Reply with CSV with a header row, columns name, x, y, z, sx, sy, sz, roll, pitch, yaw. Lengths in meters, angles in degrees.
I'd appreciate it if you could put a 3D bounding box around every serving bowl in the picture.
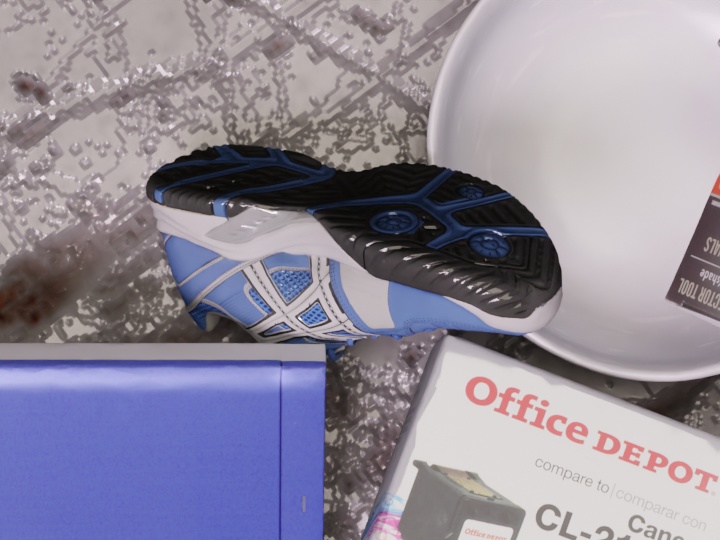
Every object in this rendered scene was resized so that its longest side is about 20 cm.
name,x,y,z,sx,sy,sz,roll,pitch,yaw
serving bowl,0.126,-0.049,1.055,0.198,0.066,0.202,0,82,-2

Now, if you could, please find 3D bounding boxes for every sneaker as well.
name,x,y,z,sx,sy,sz,roll,pitch,yaw
sneaker,0.000,0.000,1.009,0.199,0.076,0.078,14,122,35

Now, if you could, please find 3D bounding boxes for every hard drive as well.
name,x,y,z,sx,sy,sz,roll,pitch,yaw
hard drive,-0.114,0.091,1.012,0.198,0.025,0.133,0,120,-2

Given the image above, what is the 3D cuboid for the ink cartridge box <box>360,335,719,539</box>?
name,x,y,z,sx,sy,sz,roll,pitch,yaw
ink cartridge box,0.065,0.145,1.018,0.145,0.083,0.201,20,83,1

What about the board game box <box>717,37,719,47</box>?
name,x,y,z,sx,sy,sz,roll,pitch,yaw
board game box,0.257,-0.169,0.989,0.097,0.160,0.200,35,52,2

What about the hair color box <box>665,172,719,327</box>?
name,x,y,z,sx,sy,sz,roll,pitch,yaw
hair color box,0.236,0.030,0.977,0.199,0.111,0.064,21,93,-34
